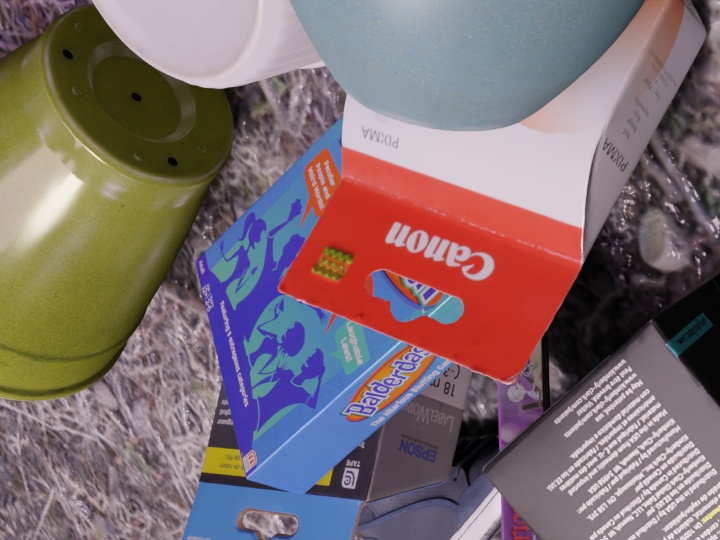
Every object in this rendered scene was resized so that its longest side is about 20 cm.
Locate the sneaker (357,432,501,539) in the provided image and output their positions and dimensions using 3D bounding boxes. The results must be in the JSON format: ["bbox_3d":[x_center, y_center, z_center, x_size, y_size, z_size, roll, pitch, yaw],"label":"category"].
[{"bbox_3d":[0.029,0.104,1.345,0.146,0.077,0.202,50,143,7],"label":"sneaker"}]

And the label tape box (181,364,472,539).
[{"bbox_3d":[-0.013,0.073,1.290,0.144,0.063,0.200,1,74,48],"label":"label tape box"}]

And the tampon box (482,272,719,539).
[{"bbox_3d":[0.190,0.114,1.091,0.200,0.150,0.126,51,125,9],"label":"tampon box"}]

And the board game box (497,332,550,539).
[{"bbox_3d":[0.086,0.108,1.189,0.120,0.032,0.200,85,-175,-66],"label":"board game box"}]

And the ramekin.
[{"bbox_3d":[-0.077,-0.192,1.245,0.202,0.094,0.203,27,132,34],"label":"ramekin"}]

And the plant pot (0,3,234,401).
[{"bbox_3d":[-0.177,-0.055,1.395,0.201,0.200,0.193,53,130,6],"label":"plant pot"}]

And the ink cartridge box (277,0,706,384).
[{"bbox_3d":[0.052,-0.063,1.120,0.162,0.200,0.050,21,165,38],"label":"ink cartridge box"}]

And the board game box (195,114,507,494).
[{"bbox_3d":[0.000,0.000,1.219,0.200,0.045,0.152,-43,46,30],"label":"board game box"}]

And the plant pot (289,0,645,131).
[{"bbox_3d":[0.044,-0.143,1.039,0.200,0.200,0.135,29,124,32],"label":"plant pot"}]
